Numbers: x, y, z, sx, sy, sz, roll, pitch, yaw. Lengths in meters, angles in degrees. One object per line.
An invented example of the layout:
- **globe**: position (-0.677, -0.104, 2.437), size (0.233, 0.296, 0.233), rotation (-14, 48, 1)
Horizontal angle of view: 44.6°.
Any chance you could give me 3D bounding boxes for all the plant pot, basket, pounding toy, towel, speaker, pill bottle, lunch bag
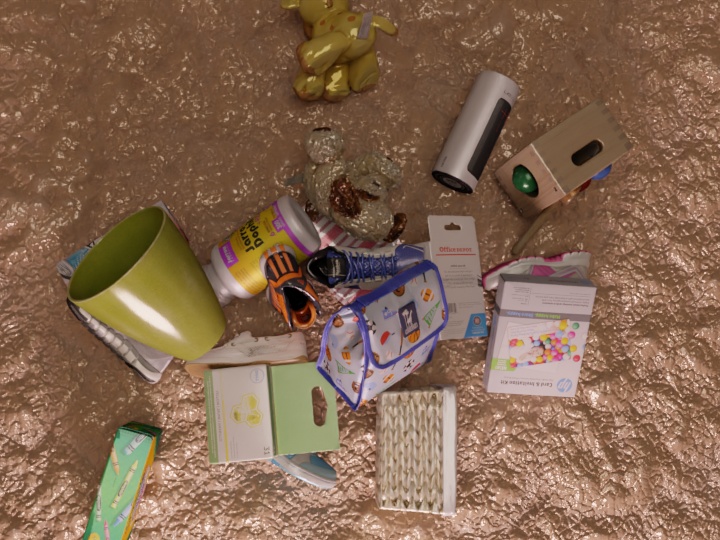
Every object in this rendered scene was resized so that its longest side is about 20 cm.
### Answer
- **plant pot**: position (-0.301, 0.039, 1.324), size (0.187, 0.187, 0.200), rotation (-45, 121, -8)
- **basket**: position (0.087, 0.282, 1.411), size (0.122, 0.136, 0.201), rotation (2, 85, -2)
- **pounding toy**: position (0.325, -0.152, 1.466), size (0.199, 0.184, 0.143), rotation (-34, 88, -17)
- **towel**: position (-0.026, -0.044, 1.484), size (0.146, 0.030, 0.200), rotation (-43, 87, -9)
- **speaker**: position (0.197, -0.238, 1.500), size (0.081, 0.081, 0.201), rotation (26, 82, -3)
- **pill bottle**: position (-0.168, -0.024, 1.412), size (0.200, 0.104, 0.105), rotation (-35, 89, 9)
- **lunch bag**: position (0.037, 0.089, 1.318), size (0.170, 0.201, 0.124), rotation (-29, 58, -33)

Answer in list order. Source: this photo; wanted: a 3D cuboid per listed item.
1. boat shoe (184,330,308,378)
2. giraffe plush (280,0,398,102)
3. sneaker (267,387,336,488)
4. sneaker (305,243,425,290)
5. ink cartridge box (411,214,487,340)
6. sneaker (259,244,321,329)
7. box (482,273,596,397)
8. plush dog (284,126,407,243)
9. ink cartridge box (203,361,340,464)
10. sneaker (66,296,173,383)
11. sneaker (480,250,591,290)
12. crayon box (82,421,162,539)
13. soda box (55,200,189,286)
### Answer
- **boat shoe**: position (-0.185, 0.134, 1.432), size (0.199, 0.071, 0.070), rotation (-4, 61, -2)
- **giraffe plush**: position (-0.052, -0.402, 1.458), size (0.172, 0.200, 0.163), rotation (-9, 58, -37)
- **sneaker**: position (-0.102, 0.255, 1.419), size (0.199, 0.080, 0.131), rotation (32, 83, -3)
- **sneaker**: position (-0.001, 0.000, 1.383), size (0.198, 0.115, 0.081), rotation (0, 93, 15)
- **ink cartridge box**: position (0.139, 0.014, 1.451), size (0.116, 0.068, 0.201), rotation (-1, 84, -40)
- **sneaker**: position (-0.101, 0.055, 1.371), size (0.077, 0.200, 0.112), rotation (-27, 58, -1)
- **box**: position (0.294, 0.109, 1.456), size (0.155, 0.041, 0.201), rotation (4, 111, -6)
- **plush dog**: position (-0.015, -0.111, 1.389), size (0.199, 0.172, 0.161), rotation (22, 111, -42)
- **ink cartridge box**: position (-0.138, 0.218, 1.366), size (0.199, 0.048, 0.147), rotation (-7, 80, 6)
- **sneaker**: position (-0.365, 0.077, 1.401), size (0.116, 0.075, 0.200), rotation (-49, 118, -19)
- **sneaker**: position (0.301, 0.020, 1.482), size (0.199, 0.081, 0.089), rotation (-7, 86, -10)
- **crayon box**: position (-0.369, 0.340, 1.361), size (0.058, 0.119, 0.201), rotation (17, 83, -4)
- **soda box**: position (-0.380, -0.026, 1.414), size (0.199, 0.064, 0.069), rotation (-33, 64, -9)
